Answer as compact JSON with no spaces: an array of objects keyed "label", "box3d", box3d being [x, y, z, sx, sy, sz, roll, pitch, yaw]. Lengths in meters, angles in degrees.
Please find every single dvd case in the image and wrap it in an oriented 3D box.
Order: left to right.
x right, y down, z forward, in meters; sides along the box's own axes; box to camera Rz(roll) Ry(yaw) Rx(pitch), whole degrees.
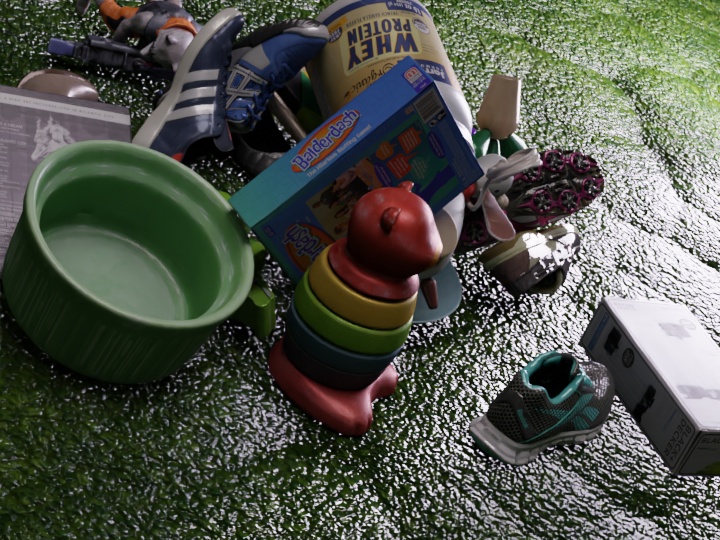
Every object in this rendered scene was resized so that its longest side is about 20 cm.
[{"label":"dvd case","box3d":[-0.269,-0.070,1.512,0.148,0.016,0.201,8,58,-28]}]

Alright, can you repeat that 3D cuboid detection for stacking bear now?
[{"label":"stacking bear","box3d":[0.005,0.019,1.464,0.113,0.200,0.121,29,30,6]}]

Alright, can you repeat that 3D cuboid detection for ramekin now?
[{"label":"ramekin","box3d":[-0.198,-0.003,1.418,0.199,0.098,0.200,20,41,-19]}]

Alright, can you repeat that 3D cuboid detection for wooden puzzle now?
[{"label":"wooden puzzle","box3d":[-0.018,-0.163,1.846,0.185,0.037,0.200,51,30,13]}]

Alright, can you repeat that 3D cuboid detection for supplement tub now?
[{"label":"supplement tub","box3d":[0.030,-0.173,1.751,0.144,0.145,0.200,5,48,-31]}]

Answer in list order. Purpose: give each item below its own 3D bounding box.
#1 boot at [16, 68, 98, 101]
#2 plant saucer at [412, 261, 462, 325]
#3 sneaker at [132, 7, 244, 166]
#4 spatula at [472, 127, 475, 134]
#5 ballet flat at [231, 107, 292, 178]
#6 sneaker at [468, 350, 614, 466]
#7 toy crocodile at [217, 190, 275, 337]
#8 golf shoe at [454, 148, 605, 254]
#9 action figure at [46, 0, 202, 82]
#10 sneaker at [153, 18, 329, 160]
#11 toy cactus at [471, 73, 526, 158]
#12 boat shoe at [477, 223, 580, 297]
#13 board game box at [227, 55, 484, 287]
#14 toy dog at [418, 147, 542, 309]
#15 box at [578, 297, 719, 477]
[{"label":"boot","box3d":[-0.295,-0.116,1.602,0.200,0.070,0.146,-12,52,-45]},{"label":"plant saucer","box3d":[0.000,0.000,1.656,0.200,0.039,0.201,18,31,-12]},{"label":"sneaker","box3d":[-0.149,-0.158,1.672,0.084,0.200,0.075,28,-9,4]},{"label":"spatula","box3d":[0.162,-0.129,1.998,0.200,0.021,0.057,28,35,2]},{"label":"ballet flat","box3d":[-0.108,-0.147,1.789,0.066,0.057,0.200,5,35,-34]},{"label":"sneaker","box3d":[0.184,0.111,1.563,0.078,0.091,0.200,39,32,21]},{"label":"toy crocodile","box3d":[-0.128,-0.010,1.549,0.062,0.068,0.200,-16,44,-21]},{"label":"golf shoe","box3d":[0.157,-0.072,1.777,0.199,0.092,0.073,-19,85,-17]},{"label":"action figure","box3d":[-0.242,-0.268,1.842,0.199,0.105,0.193,6,25,-34]},{"label":"sneaker","box3d":[-0.112,-0.184,1.737,0.077,0.200,0.076,65,17,19]},{"label":"toy cactus","box3d":[0.136,-0.130,1.855,0.102,0.166,0.200,23,17,41]},{"label":"boat shoe","box3d":[0.183,-0.005,1.781,0.201,0.072,0.066,-10,75,-64]},{"label":"board game box","box3d":[0.000,-0.073,1.498,0.045,0.200,0.152,49,-4,36]},{"label":"toy dog","box3d":[0.091,-0.034,1.638,0.200,0.097,0.132,-29,13,-22]},{"label":"box","box3d":[0.314,0.114,1.687,0.116,0.060,0.200,5,35,-32]}]
